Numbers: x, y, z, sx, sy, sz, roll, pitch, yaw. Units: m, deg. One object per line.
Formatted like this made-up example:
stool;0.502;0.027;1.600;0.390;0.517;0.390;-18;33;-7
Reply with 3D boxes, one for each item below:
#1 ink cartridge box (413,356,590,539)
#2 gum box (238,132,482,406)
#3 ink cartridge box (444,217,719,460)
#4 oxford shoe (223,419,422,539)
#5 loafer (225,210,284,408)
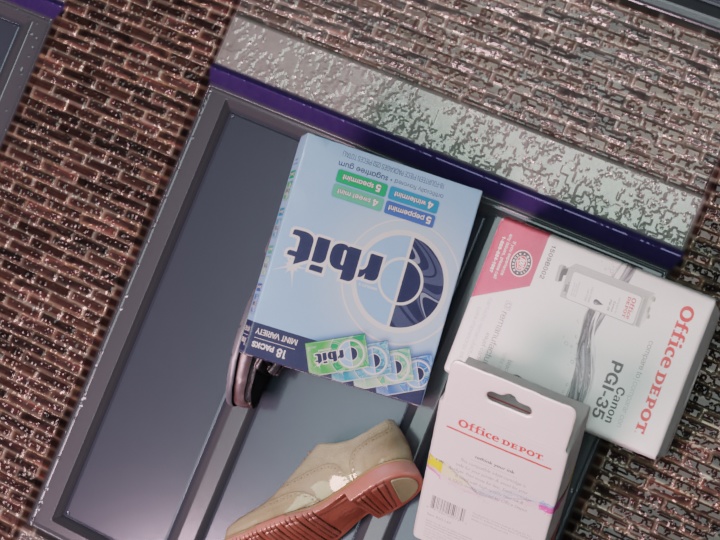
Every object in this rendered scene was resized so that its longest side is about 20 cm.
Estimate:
ink cartridge box;0.120;0.154;1.251;0.115;0.068;0.202;21;128;16
gum box;0.000;0.000;1.334;0.168;0.045;0.203;17;87;-11
ink cartridge box;0.193;0.059;1.291;0.198;0.083;0.148;21;89;16
oxford shoe;-0.039;0.202;1.352;0.198;0.071;0.074;-25;53;11
loafer;-0.068;0.034;1.371;0.062;0.072;0.202;16;84;11
